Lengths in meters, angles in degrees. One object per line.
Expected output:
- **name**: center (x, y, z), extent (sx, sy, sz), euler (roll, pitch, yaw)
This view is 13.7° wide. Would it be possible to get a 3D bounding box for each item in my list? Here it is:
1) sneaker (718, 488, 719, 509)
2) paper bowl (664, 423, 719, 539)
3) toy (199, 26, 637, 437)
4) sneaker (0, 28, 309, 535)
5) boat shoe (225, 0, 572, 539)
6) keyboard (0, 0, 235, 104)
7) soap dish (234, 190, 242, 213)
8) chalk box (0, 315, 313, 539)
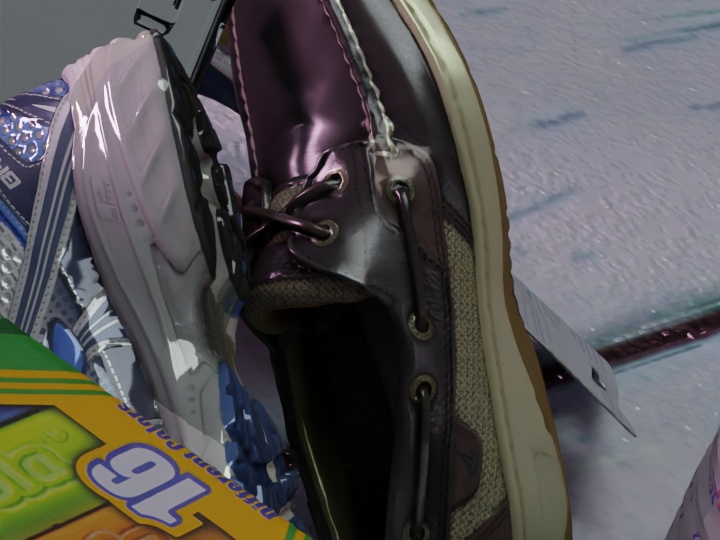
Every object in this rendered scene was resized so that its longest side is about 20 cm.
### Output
- **sneaker**: center (0.129, 0.026, 0.705), extent (0.073, 0.077, 0.200), euler (21, 27, -5)
- **paper bowl**: center (0.167, 0.114, 0.768), extent (0.200, 0.105, 0.201), euler (17, 27, -9)
- **toy**: center (-0.006, -0.015, 0.912), extent (0.200, 0.047, 0.115), euler (45, 8, -6)
- **sneaker**: center (-0.063, 0.045, 0.725), extent (0.085, 0.077, 0.201), euler (-15, 66, 8)
- **boat shoe**: center (0.000, 0.000, 0.801), extent (0.065, 0.073, 0.201), euler (-13, 80, -39)
- **keyboard**: center (-0.129, -0.101, 0.798), extent (0.199, 0.021, 0.127), euler (23, 61, -5)
- **soap dish**: center (-0.155, -0.050, 0.854), extent (0.157, 0.081, 0.200), euler (-9, 40, -46)
- **chalk box**: center (-0.104, 0.109, 0.547), extent (0.124, 0.125, 0.200), euler (33, 29, 22)
